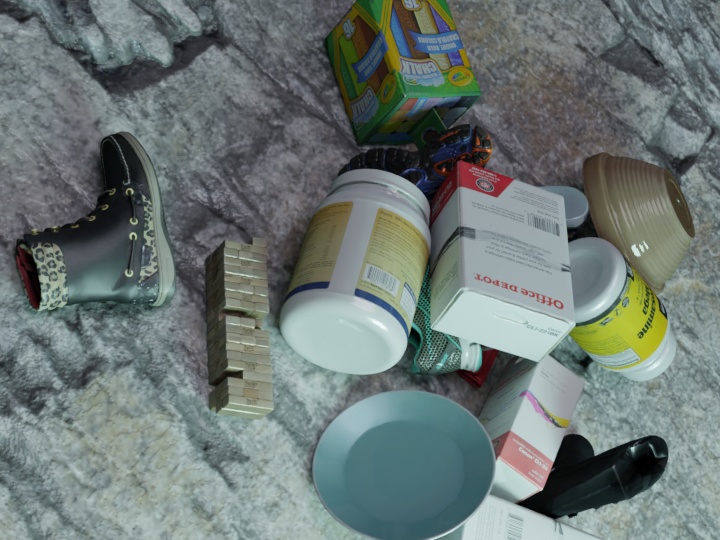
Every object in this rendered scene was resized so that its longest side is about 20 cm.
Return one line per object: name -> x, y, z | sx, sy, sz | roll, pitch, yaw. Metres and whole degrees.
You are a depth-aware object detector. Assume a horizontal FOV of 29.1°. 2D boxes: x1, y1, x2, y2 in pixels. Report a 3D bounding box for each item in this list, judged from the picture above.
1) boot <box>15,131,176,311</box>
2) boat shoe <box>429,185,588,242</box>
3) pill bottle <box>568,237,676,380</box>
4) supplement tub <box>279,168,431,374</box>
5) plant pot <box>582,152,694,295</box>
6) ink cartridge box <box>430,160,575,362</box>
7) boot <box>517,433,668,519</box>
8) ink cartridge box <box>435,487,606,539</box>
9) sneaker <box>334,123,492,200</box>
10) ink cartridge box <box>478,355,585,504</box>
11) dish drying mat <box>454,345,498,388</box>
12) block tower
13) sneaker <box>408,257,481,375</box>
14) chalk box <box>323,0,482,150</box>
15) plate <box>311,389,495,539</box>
boot -> -0.287, -0.052, 1.461 | 0.153, 0.073, 0.204 | -7, 70, -31
boat shoe -> 0.184, -0.064, 1.758 | 0.199, 0.091, 0.071 | 7, 58, 3
pill bottle -> 0.310, 0.054, 1.703 | 0.200, 0.112, 0.113 | 42, 45, -42
supplement tub -> 0.000, 0.000, 1.559 | 0.144, 0.144, 0.201 | 28, 55, -16
plant pot -> 0.371, -0.070, 1.798 | 0.201, 0.092, 0.201 | 44, 33, -40
ink cartridge box -> 0.159, -0.011, 1.588 | 0.144, 0.084, 0.201 | 18, 46, -16
boot -> 0.270, 0.220, 1.570 | 0.066, 0.200, 0.165 | 46, 52, -2
ink cartridge box -> 0.172, 0.344, 1.519 | 0.199, 0.083, 0.147 | 24, 59, -19
sneaker -> 0.065, -0.110, 1.673 | 0.199, 0.079, 0.076 | -14, 65, 1
ink cartridge box -> 0.187, 0.174, 1.598 | 0.067, 0.116, 0.200 | 36, 53, -9
dish drying mat -> 0.154, 0.048, 1.707 | 0.077, 0.018, 0.200 | 36, 53, -9
block tower -> -0.133, 0.062, 1.505 | 0.058, 0.054, 0.201 | 11, 60, -26
sneaker -> 0.071, 0.037, 1.631 | 0.091, 0.078, 0.201 | -16, 59, -10
chalk box -> 0.057, -0.235, 1.730 | 0.124, 0.125, 0.201 | -6, 68, -33
plate -> 0.047, 0.215, 1.504 | 0.199, 0.026, 0.201 | -3, 48, 4
